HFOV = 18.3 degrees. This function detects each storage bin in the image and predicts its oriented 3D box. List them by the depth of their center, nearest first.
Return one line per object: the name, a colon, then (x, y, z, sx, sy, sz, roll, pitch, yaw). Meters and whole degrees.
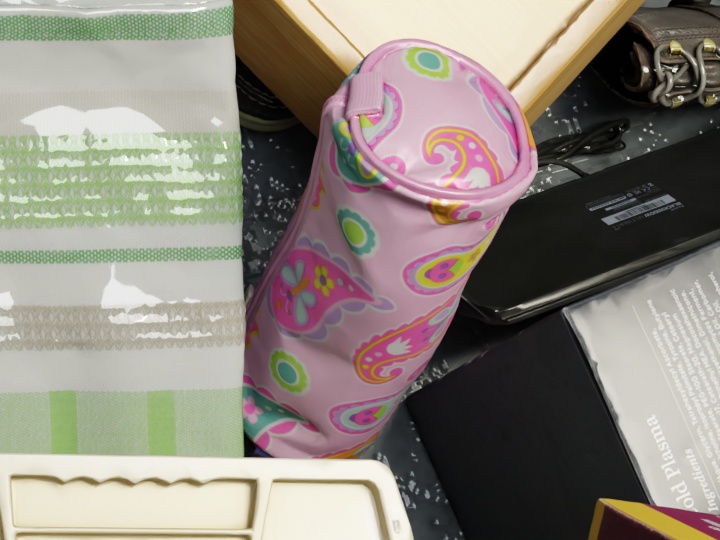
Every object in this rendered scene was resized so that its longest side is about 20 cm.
storage bin: (-0.096, 0.128, 0.832, 0.198, 0.200, 0.094, 2, 76, -15)

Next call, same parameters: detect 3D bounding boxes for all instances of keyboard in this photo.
keyboard: (0.110, -0.030, 0.994, 0.200, 0.127, 0.021, -19, 125, -21)

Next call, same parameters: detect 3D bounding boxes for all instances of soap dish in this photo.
soap dish: (0.015, -0.136, 0.937, 0.200, 0.081, 0.157, 45, 80, -13)

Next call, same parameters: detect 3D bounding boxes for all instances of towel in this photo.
towel: (-0.119, -0.010, 0.871, 0.149, 0.031, 0.200, -3, 99, -5)

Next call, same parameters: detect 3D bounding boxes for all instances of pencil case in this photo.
pencil case: (0.000, 0.000, 0.898, 0.087, 0.200, 0.088, 12, 51, -15)

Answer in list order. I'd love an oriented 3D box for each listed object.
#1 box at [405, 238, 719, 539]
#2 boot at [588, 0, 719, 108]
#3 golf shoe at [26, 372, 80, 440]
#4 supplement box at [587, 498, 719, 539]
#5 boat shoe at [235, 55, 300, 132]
box: (0.143, 0.049, 0.921, 0.182, 0.200, 0.104, -23, 84, -21)
boot: (0.201, -0.088, 0.997, 0.174, 0.200, 0.069, -5, 108, -23)
golf shoe: (-0.125, -0.019, 0.932, 0.092, 0.073, 0.200, 6, 74, -13)
supplement box: (0.174, 0.164, 0.775, 0.200, 0.103, 0.131, 10, 94, -23)
boat shoe: (-0.078, -0.153, 0.985, 0.073, 0.065, 0.200, -33, 87, -22)
